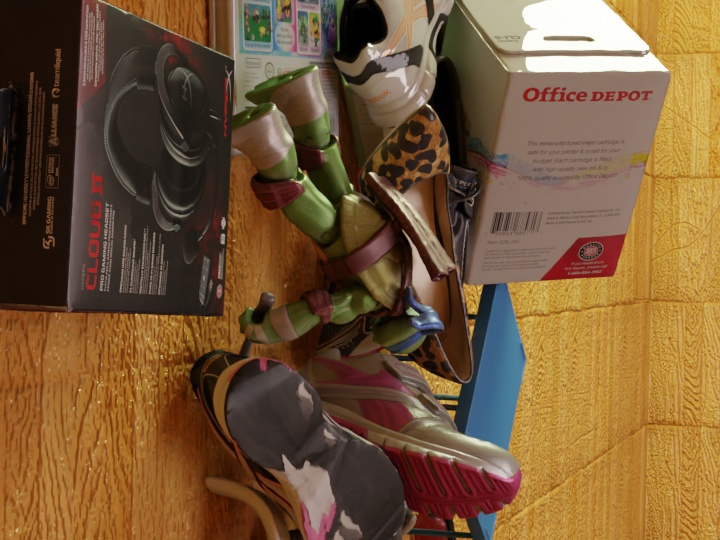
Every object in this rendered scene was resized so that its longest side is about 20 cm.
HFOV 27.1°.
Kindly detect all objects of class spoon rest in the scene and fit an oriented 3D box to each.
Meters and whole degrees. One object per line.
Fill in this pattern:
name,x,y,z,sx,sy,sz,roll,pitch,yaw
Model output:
spoon rest,-0.082,0.238,0.977,0.099,0.060,0.202,38,55,-67

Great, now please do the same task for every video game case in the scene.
video game case,-0.059,-0.177,1.069,0.200,0.023,0.184,-18,108,-69

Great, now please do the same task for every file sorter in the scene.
file sorter,0.060,0.112,1.290,0.139,0.122,0.201,70,29,-48

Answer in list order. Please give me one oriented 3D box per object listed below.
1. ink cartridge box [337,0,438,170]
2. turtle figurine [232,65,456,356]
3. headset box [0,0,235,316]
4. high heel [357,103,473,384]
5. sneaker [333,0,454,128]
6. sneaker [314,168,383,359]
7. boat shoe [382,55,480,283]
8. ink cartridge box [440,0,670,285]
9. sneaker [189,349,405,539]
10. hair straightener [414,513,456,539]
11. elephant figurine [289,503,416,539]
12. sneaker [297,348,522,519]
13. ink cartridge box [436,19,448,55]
ink cartridge box,0.021,-0.195,1.270,0.146,0.048,0.201,-67,154,-46
turtle figurine,-0.047,-0.022,0.996,0.143,0.200,0.195,-33,111,-22
headset box,-0.138,-0.053,0.762,0.200,0.077,0.150,10,82,-73
high heel,0.057,-0.015,1.058,0.071,0.143,0.201,-23,154,-25
sneaker,0.027,-0.213,1.178,0.080,0.073,0.201,42,44,-39
sneaker,0.000,0.000,1.197,0.075,0.080,0.201,44,44,-25
boat shoe,0.064,-0.074,1.182,0.070,0.066,0.202,9,70,-43
ink cartridge box,0.145,-0.112,1.246,0.145,0.144,0.201,-115,-151,-50
sneaker,-0.043,0.118,0.993,0.080,0.086,0.201,-41,124,-17
hair straightener,0.068,0.212,1.467,0.077,0.041,0.201,-59,141,-55
elephant figurine,-0.012,0.230,1.089,0.155,0.140,0.201,-100,-176,-63
sneaker,0.026,0.104,1.047,0.088,0.199,0.082,-57,154,-30
ink cartridge box,0.104,-0.207,1.364,0.165,0.074,0.201,-109,-175,-51
